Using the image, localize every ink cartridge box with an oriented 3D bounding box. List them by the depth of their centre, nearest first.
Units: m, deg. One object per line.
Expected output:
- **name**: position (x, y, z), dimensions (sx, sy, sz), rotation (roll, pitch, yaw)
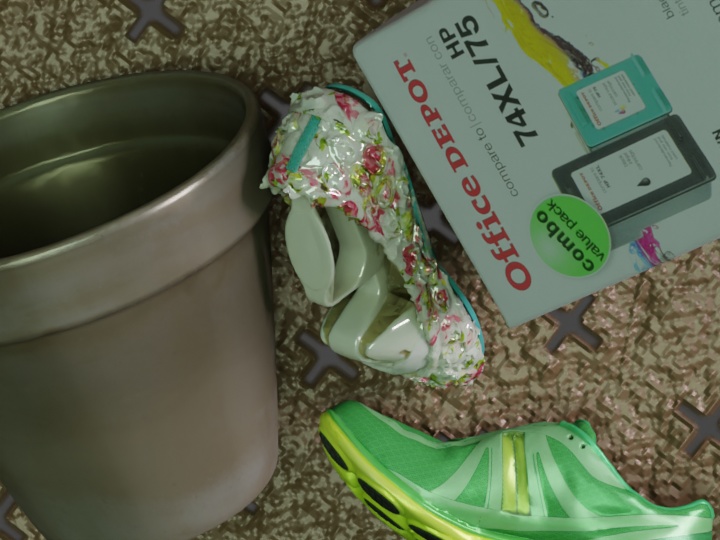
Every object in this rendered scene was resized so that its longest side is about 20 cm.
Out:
- **ink cartridge box**: position (0.134, -0.094, 1.120), dimensions (0.200, 0.146, 0.147), rotation (-26, 97, 38)

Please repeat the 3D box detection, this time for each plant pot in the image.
- **plant pot**: position (-0.117, 0.027, 1.189), dimensions (0.200, 0.200, 0.174), rotation (-15, 115, 7)

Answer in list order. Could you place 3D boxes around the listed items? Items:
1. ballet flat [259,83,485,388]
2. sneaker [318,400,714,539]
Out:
- **ballet flat**: position (0.000, 0.000, 1.176), dimensions (0.076, 0.200, 0.064), rotation (15, 57, 35)
- **sneaker**: position (0.075, 0.105, 1.239), dimensions (0.200, 0.074, 0.084), rotation (23, 75, 4)
